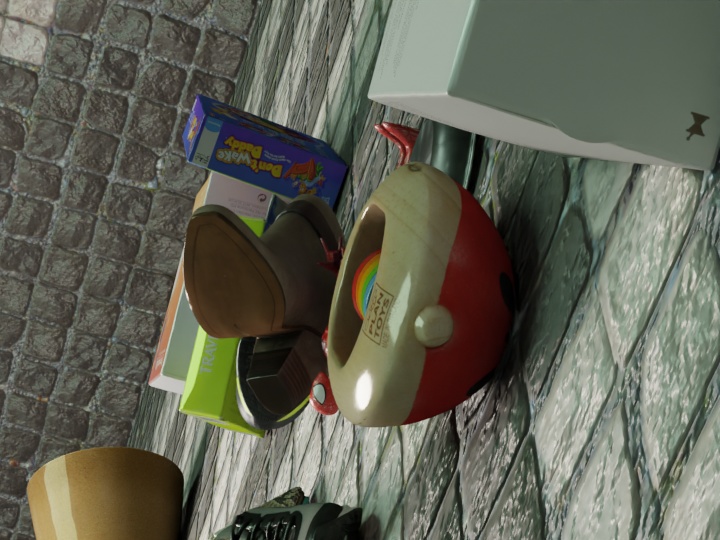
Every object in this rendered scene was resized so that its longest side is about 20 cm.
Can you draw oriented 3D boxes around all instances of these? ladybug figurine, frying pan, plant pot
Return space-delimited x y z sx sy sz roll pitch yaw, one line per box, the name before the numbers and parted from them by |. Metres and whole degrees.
ladybug figurine | 0.032 0.016 0.954 0.200 0.071 0.137 -116 43 -77
frying pan | 0.057 -0.086 1.123 0.115 0.031 0.191 -97 20 -64
plant pot | -0.291 0.336 2.163 0.187 0.185 0.201 116 153 -50

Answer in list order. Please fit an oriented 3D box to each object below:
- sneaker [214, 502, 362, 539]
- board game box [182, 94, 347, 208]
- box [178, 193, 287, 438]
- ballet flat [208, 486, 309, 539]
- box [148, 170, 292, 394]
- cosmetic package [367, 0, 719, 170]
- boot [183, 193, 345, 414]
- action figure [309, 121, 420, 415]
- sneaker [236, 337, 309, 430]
sneaker | -0.048 0.181 1.167 0.200 0.079 0.074 137 148 -71
board game box | -0.091 -0.109 1.706 0.200 0.134 0.045 -122 52 -78
box | -0.099 0.040 1.663 0.122 0.047 0.201 38 -116 -69
ballet flat | -0.078 0.221 1.290 0.201 0.075 0.068 -85 10 -48
box | -0.125 0.023 1.803 0.152 0.106 0.201 147 138 -76
cosmetic package | 0.075 -0.094 0.761 0.200 0.107 0.085 -157 83 -79
boot | -0.057 -0.004 1.312 0.147 0.070 0.201 -66 -31 -45
action figure | 0.000 0.000 1.269 0.065 0.051 0.201 -167 90 -77
sneaker | -0.060 0.070 1.485 0.200 0.073 0.081 -76 -1 -58
